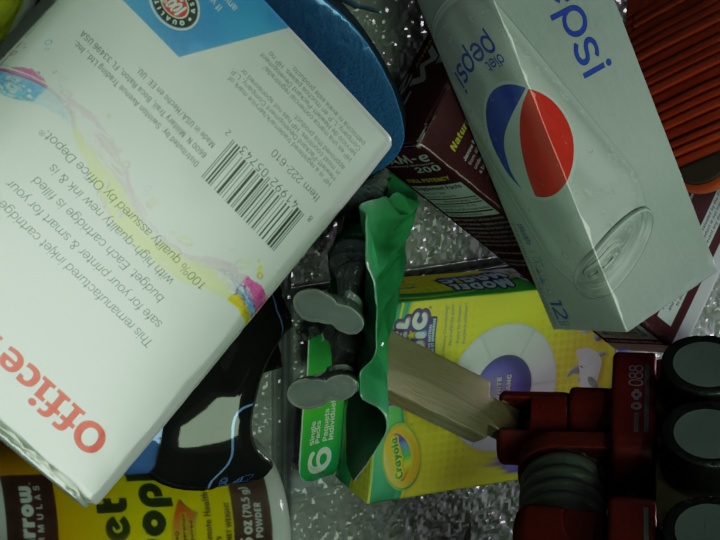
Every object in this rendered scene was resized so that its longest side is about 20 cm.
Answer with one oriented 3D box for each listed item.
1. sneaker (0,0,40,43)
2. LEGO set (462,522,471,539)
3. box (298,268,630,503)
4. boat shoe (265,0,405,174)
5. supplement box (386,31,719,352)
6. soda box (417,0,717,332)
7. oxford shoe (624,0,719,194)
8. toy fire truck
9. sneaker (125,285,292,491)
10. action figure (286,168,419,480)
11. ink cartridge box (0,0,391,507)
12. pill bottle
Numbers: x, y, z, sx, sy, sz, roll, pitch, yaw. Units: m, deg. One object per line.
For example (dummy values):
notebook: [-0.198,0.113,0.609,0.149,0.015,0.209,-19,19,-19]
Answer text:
sneaker: [-0.168,-0.044,0.696,0.084,0.074,0.202,23,94,-33]
LEGO set: [0.035,0.242,0.843,0.115,0.154,0.202,22,74,-14]
box: [0.060,0.061,0.875,0.198,0.048,0.119,-4,107,-26]
boat shoe: [-0.045,-0.132,0.731,0.084,0.069,0.200,-30,119,18]
supplement box: [0.110,-0.053,0.828,0.199,0.061,0.110,37,73,-25]
soda box: [0.097,-0.073,0.751,0.068,0.063,0.202,-28,102,-25]
oxford shoe: [0.177,-0.130,0.815,0.072,0.071,0.202,21,58,-49]
toy fire truck: [0.096,0.105,0.781,0.198,0.177,0.130,1,129,10]
sneaker: [-0.071,0.003,0.740,0.077,0.070,0.202,10,80,-21]
action figure: [0.000,0.000,0.744,0.054,0.200,0.119,9,110,4]
ink cartridge box: [-0.107,-0.027,0.640,0.145,0.084,0.200,45,73,-20]
pill bottle: [-0.141,0.133,0.748,0.198,0.109,0.110,1,106,-30]
